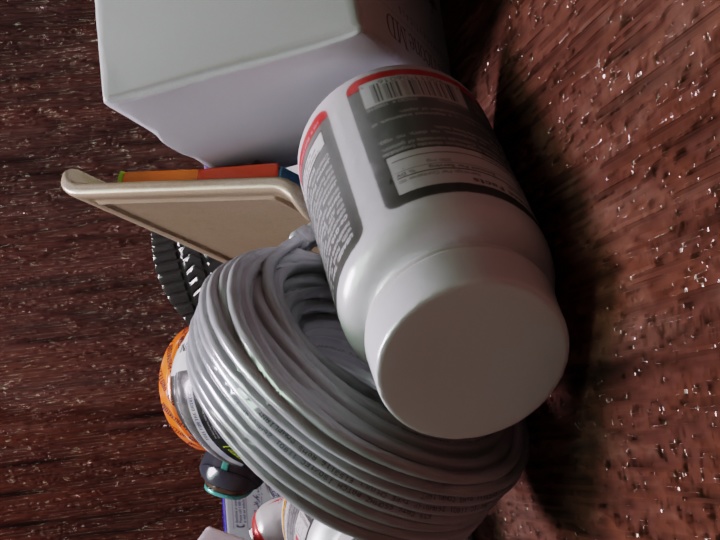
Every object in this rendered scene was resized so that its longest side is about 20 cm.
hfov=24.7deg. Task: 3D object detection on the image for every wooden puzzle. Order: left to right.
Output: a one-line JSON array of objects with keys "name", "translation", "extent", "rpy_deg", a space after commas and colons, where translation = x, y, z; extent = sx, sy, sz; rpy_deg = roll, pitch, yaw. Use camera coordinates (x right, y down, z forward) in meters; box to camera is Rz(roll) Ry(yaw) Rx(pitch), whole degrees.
[{"name": "wooden puzzle", "translation": [-0.067, -0.035, 1.079], "extent": [0.185, 0.199, 0.038], "rpy_deg": [27, -107, -55]}]

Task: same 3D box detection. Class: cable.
[{"name": "cable", "translation": [-0.004, 0.064, 0.891], "extent": [0.069, 0.200, 0.200], "rpy_deg": [-57, -19, 23]}]

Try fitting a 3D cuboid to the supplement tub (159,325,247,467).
[{"name": "supplement tub", "translation": [-0.044, 0.072, 1.127], "extent": [0.199, 0.122, 0.124], "rpy_deg": [-10, 84, 47]}]

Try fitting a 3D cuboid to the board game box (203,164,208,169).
[{"name": "board game box", "translation": [-0.080, -0.099, 1.475], "extent": [0.165, 0.056, 0.201], "rpy_deg": [44, -156, -43]}]

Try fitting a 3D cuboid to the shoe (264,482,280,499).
[{"name": "shoe", "translation": [-0.006, 0.102, 1.351], "extent": [0.072, 0.090, 0.201], "rpy_deg": [52, -133, -45]}]

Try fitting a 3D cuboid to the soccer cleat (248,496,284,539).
[{"name": "soccer cleat", "translation": [-0.008, 0.251, 1.310], "extent": [0.200, 0.085, 0.069], "rpy_deg": [50, -161, -21]}]

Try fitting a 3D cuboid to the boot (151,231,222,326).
[{"name": "boot", "translation": [-0.099, 0.004, 1.385], "extent": [0.138, 0.077, 0.202], "rpy_deg": [-36, -68, -62]}]

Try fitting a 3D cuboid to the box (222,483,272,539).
[{"name": "box", "translation": [-0.081, 0.230, 1.669], "extent": [0.200, 0.104, 0.186], "rpy_deg": [-88, -4, -78]}]

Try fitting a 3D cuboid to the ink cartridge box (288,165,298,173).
[{"name": "ink cartridge box", "translation": [-0.036, -0.050, 1.294], "extent": [0.116, 0.066, 0.202], "rpy_deg": [-48, -39, -60]}]

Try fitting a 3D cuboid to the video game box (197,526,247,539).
[{"name": "video game box", "translation": [-0.038, 0.304, 1.278], "extent": [0.047, 0.199, 0.183], "rpy_deg": [-52, -27, -49]}]

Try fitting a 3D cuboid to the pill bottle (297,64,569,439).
[{"name": "pill bottle", "translation": [0.036, -0.012, 0.855], "extent": [0.201, 0.113, 0.115], "rpy_deg": [-107, 15, -53]}]

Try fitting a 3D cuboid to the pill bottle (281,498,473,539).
[{"name": "pill bottle", "translation": [0.013, 0.184, 1.103], "extent": [0.200, 0.115, 0.118], "rpy_deg": [-151, 56, -80]}]

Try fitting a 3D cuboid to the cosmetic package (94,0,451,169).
[{"name": "cosmetic package", "translation": [-0.054, -0.186, 0.997], "extent": [0.167, 0.165, 0.202], "rpy_deg": [30, -130, -65]}]

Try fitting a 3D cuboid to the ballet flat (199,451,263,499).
[{"name": "ballet flat", "translation": [-0.088, 0.139, 1.398], "extent": [0.200, 0.072, 0.074], "rpy_deg": [-35, -59, -80]}]
